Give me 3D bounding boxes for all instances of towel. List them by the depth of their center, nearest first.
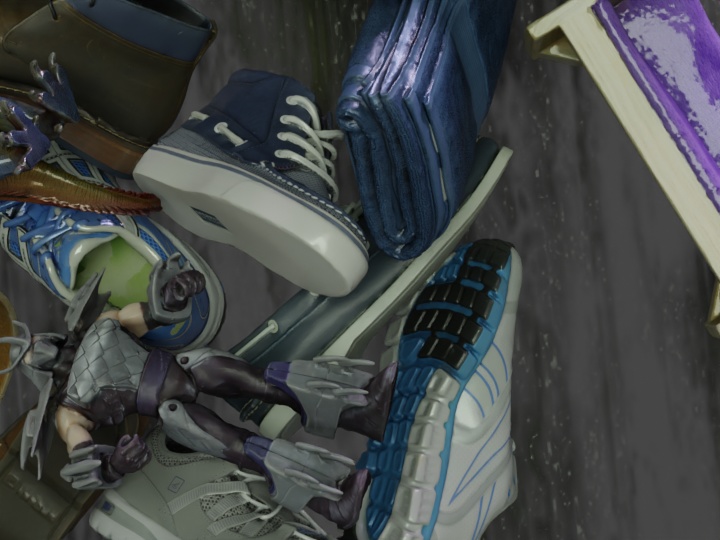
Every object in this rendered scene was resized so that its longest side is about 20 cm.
[{"bbox_3d":[0.040,-0.108,0.978,0.048,0.112,0.201,1,45,18],"label":"towel"}]

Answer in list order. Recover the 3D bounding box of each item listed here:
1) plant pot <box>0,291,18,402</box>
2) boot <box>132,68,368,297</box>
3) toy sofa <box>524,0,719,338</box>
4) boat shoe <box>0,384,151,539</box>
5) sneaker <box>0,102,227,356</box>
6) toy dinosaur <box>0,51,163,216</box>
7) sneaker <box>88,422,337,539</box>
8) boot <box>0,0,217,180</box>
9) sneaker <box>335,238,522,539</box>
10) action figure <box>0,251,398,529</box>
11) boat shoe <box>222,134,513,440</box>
[{"bbox_3d":[-0.315,0.030,1.029,0.200,0.186,0.187,36,92,20],"label":"plant pot"},{"bbox_3d":[-0.040,-0.054,0.992,0.090,0.200,0.073,-49,126,-12],"label":"boot"},{"bbox_3d":[0.176,-0.069,1.026,0.097,0.083,0.201,-32,86,4],"label":"toy sofa"},{"bbox_3d":[-0.178,0.122,1.058,0.200,0.068,0.072,-41,93,23],"label":"boat shoe"},{"bbox_3d":[-0.158,-0.030,1.054,0.200,0.077,0.076,35,93,6],"label":"sneaker"},{"bbox_3d":[-0.232,-0.042,0.973,0.181,0.105,0.200,-20,128,24],"label":"toy dinosaur"},{"bbox_3d":[-0.060,0.127,1.009,0.199,0.075,0.082,17,80,38],"label":"sneaker"},{"bbox_3d":[-0.171,-0.137,1.023,0.200,0.075,0.097,31,107,-30],"label":"boot"},{"bbox_3d":[0.054,0.083,1.048,0.086,0.075,0.201,27,77,-34],"label":"sneaker"},{"bbox_3d":[-0.085,0.059,0.959,0.199,0.069,0.131,15,69,4],"label":"action figure"},{"bbox_3d":[0.000,0.000,1.027,0.062,0.075,0.200,41,94,9],"label":"boat shoe"}]
